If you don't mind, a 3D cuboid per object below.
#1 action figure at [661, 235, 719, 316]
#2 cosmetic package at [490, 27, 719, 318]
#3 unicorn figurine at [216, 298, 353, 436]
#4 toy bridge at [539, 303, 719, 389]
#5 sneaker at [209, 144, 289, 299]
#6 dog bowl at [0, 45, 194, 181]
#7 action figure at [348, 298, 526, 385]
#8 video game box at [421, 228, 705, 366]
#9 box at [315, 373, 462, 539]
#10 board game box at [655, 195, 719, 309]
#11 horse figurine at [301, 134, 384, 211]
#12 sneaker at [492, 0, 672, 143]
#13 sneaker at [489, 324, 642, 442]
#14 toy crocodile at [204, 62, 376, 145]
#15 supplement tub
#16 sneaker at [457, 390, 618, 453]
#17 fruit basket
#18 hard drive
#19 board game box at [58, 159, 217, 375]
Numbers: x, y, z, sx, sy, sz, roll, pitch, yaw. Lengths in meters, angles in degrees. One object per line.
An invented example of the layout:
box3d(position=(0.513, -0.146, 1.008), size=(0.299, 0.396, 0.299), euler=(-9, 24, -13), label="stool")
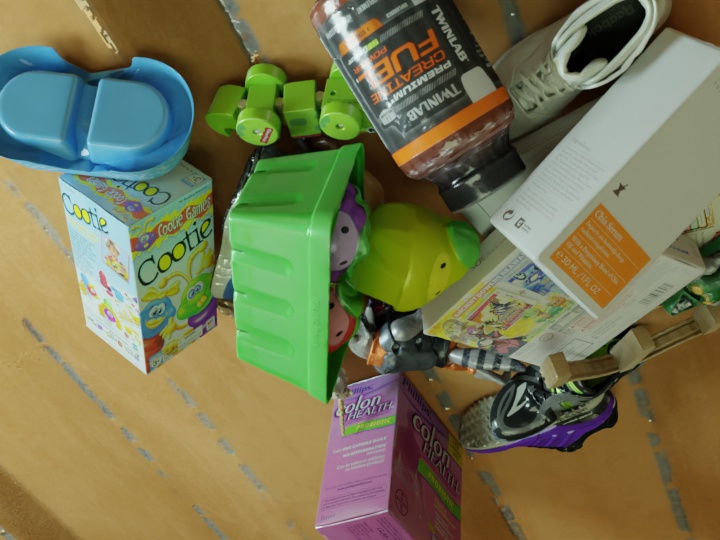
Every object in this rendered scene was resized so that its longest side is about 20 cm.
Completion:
box3d(position=(0.372, -0.009, 0.824), size=(0.200, 0.055, 0.118), euler=(-31, 126, 30), label="action figure")
box3d(position=(0.210, -0.072, 0.685), size=(0.200, 0.071, 0.101), euler=(-48, 127, 7), label="cosmetic package")
box3d(position=(-0.069, 0.081, 0.988), size=(0.200, 0.074, 0.137), euler=(41, 167, 12), label="unicorn figurine")
box3d(position=(0.271, 0.079, 0.889), size=(0.200, 0.027, 0.067), euler=(-16, 156, -14), label="toy bridge")
box3d(position=(-0.087, -0.038, 0.862), size=(0.089, 0.079, 0.200), euler=(17, 139, -3), label="sneaker")
box3d(position=(-0.247, -0.137, 0.807), size=(0.200, 0.112, 0.050), euler=(6, 165, 2), label="dog bowl")
box3d(position=(0.077, 0.058, 0.950), size=(0.193, 0.105, 0.200), euler=(-1, 133, -4), label="action figure")
box3d(position=(0.186, 0.016, 0.843), size=(0.182, 0.047, 0.200), euler=(16, 138, -28), label="video game box")
box3d(position=(0.042, 0.258, 1.066), size=(0.097, 0.200, 0.176), euler=(-20, 126, 23), label="box")
box3d(position=(0.291, -0.028, 0.879), size=(0.200, 0.046, 0.152), euler=(-10, 130, 16), label="board game box")
box3d(position=(-0.011, -0.053, 0.859), size=(0.132, 0.050, 0.200), euler=(6, 131, 38), label="horse figurine")
box3d(position=(0.154, -0.163, 0.716), size=(0.200, 0.116, 0.074), euler=(-39, 92, 29), label="sneaker")
box3d(position=(0.223, 0.119, 0.975), size=(0.200, 0.071, 0.083), euler=(-34, 163, 15), label="sneaker")
box3d(position=(-0.046, -0.146, 0.801), size=(0.200, 0.068, 0.062), euler=(-2, 151, 11), label="toy crocodile")
box3d(position=(0.053, -0.148, 0.710), size=(0.107, 0.107, 0.200), euler=(-30, 94, 30), label="supplement tub")
box3d(position=(0.219, 0.191, 1.073), size=(0.200, 0.070, 0.100), euler=(-23, 130, 27), label="sneaker")
box3d(position=(0.000, 0.000, 0.770), size=(0.215, 0.156, 0.216), euler=(7, 128, 9), label="fruit basket")
box3d(position=(0.194, -0.079, 0.789), size=(0.200, 0.027, 0.132), euler=(-27, 130, 26), label="hard drive")
box3d(position=(-0.216, -0.014, 0.892), size=(0.105, 0.103, 0.200), euler=(33, 139, 25), label="board game box")
